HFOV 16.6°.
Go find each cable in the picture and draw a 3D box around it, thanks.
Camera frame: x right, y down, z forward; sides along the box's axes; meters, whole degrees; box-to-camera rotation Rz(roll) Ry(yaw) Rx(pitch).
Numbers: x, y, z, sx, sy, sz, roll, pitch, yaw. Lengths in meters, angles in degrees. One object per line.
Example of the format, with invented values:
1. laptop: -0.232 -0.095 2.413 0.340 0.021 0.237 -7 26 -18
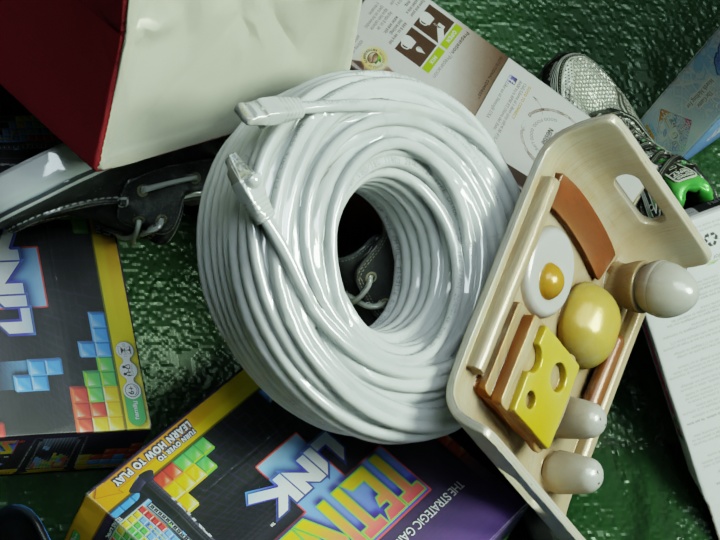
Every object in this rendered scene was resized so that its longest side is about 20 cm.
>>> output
1. cable: 0.005 -0.006 1.306 0.200 0.069 0.201 -19 95 -42

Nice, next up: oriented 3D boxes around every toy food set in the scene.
1. toy food set: 0.126 0.038 1.332 0.144 0.060 0.200 49 56 -45

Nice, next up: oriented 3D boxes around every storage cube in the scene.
1. storage cube: -0.109 -0.185 1.313 0.200 0.171 0.180 -17 45 -37

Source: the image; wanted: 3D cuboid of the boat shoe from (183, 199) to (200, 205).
1. boat shoe: -0.131 -0.130 1.451 0.072 0.076 0.200 -27 76 -33

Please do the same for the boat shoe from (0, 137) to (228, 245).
1. boat shoe: -0.117 -0.049 1.348 0.200 0.072 0.071 -20 94 -28

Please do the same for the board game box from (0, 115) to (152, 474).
1. board game box: -0.214 0.012 1.348 0.165 0.057 0.201 -2 63 -24

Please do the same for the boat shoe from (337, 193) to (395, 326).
1. boat shoe: 0.000 0.000 1.395 0.068 0.072 0.201 -19 102 -59

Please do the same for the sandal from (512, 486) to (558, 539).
1. sandal: 0.088 0.062 1.426 0.045 0.075 0.201 -22 76 7

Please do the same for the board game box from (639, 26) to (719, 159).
1. board game box: 0.286 -0.165 1.559 0.200 0.199 0.043 -34 80 -32

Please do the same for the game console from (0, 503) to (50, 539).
1. game console: -0.205 0.242 1.185 0.170 0.118 0.200 -20 70 -30

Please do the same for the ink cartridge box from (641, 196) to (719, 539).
1. ink cartridge box: 0.226 0.057 1.459 0.094 0.037 0.201 -19 99 -1

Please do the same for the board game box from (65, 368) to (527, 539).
1. board game box: -0.032 0.137 1.311 0.165 0.057 0.200 39 45 12

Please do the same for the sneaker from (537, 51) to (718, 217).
1. sneaker: 0.180 -0.057 1.525 0.078 0.085 0.200 -24 73 -32

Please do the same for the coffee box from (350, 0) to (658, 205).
1. coffee box: 0.061 -0.068 1.467 0.200 0.113 0.080 36 55 1
